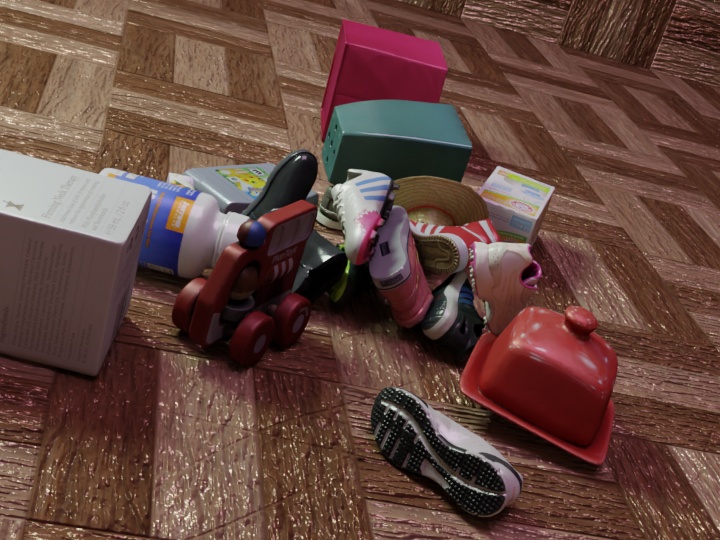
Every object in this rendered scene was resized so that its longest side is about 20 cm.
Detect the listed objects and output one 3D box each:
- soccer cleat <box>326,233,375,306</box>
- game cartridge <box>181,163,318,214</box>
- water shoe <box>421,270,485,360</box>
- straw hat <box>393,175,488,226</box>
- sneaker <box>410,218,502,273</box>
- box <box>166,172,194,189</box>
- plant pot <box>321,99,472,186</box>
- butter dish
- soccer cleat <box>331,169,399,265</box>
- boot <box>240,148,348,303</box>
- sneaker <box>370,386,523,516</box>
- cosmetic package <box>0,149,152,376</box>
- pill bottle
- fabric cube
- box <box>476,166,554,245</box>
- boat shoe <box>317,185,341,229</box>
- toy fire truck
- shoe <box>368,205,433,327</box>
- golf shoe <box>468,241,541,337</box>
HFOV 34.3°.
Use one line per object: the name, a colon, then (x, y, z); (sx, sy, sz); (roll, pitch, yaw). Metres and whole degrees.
soccer cleat: (0.000, 0.000, 1.636); (0.081, 0.068, 0.200); (29, 22, -7)
game cartridge: (-0.164, -0.121, 1.814); (0.199, 0.041, 0.133); (-10, 40, -47)
water shoe: (0.130, 0.065, 1.606); (0.079, 0.071, 0.200); (45, 22, -6)
straw hat: (0.099, -0.055, 1.768); (0.199, 0.201, 0.086); (13, 63, -11)
sneaker: (0.119, -0.041, 1.677); (0.112, 0.072, 0.199); (-11, 19, -33)
box: (-0.254, -0.080, 1.654); (0.038, 0.042, 0.200); (10, 26, -16)
plant pot: (0.048, -0.183, 1.823); (0.198, 0.142, 0.142); (8, 33, -17)
butter dish: (0.245, 0.112, 1.443); (0.199, 0.149, 0.200); (27, 24, 6)
soccer cleat: (-0.007, -0.074, 1.568); (0.086, 0.070, 0.200); (19, 32, 2)
boot: (-0.077, -0.060, 1.596); (0.065, 0.165, 0.200); (33, 7, -39)
sneaker: (0.093, 0.199, 1.281); (0.200, 0.074, 0.080); (38, 16, 30)
cosmetic package: (-0.353, -0.013, 1.283); (0.198, 0.168, 0.168); (14, 24, -6)
pill bottle: (-0.246, -0.054, 1.500); (0.198, 0.113, 0.112); (14, 23, 2)
fabric cube: (0.039, -0.345, 2.238); (0.197, 0.202, 0.197); (12, 25, -9)
box: (0.244, -0.086, 1.942); (0.112, 0.102, 0.200); (22, 24, 10)
boat shoe: (0.020, -0.103, 1.870); (0.200, 0.061, 0.072); (-2, 30, -37)
toy fire truck: (-0.129, 0.007, 1.393); (0.111, 0.169, 0.200); (27, 25, 21)
shoe: (0.050, -0.006, 1.602); (0.071, 0.091, 0.201); (-21, 29, 10)
golf shoe: (0.202, 0.034, 1.557); (0.091, 0.201, 0.076); (-11, 52, 11)
